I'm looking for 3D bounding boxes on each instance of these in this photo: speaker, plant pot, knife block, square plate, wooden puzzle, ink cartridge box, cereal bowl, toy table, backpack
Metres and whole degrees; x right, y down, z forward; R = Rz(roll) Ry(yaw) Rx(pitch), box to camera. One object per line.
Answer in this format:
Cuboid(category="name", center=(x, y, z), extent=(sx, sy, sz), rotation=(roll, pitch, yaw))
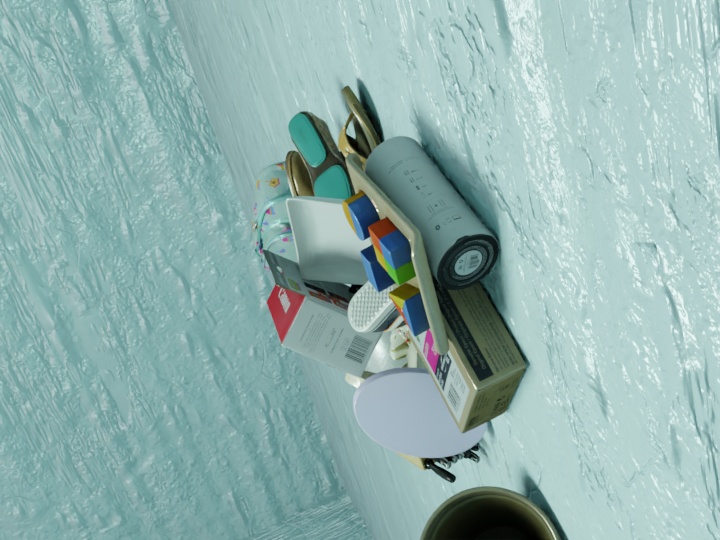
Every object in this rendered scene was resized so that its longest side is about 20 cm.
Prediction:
Cuboid(category="speaker", center=(0.078, -0.072, 1.168), extent=(0.200, 0.081, 0.082), rotation=(56, 165, 41))
Cuboid(category="plant pot", center=(0.193, 0.412, 1.411), extent=(0.201, 0.199, 0.174), rotation=(62, -174, 22))
Cuboid(category="knife block", center=(0.091, 0.273, 1.599), extent=(0.176, 0.198, 0.064), rotation=(-72, -32, -59))
Cuboid(category="square plate", center=(0.006, -0.041, 1.378), extent=(0.201, 0.196, 0.029), rotation=(84, -167, -57))
Cuboid(category="wooden puzzle", center=(0.033, -0.016, 1.179), extent=(0.200, 0.046, 0.186), rotation=(57, 169, 46))
Cuboid(category="ink cartridge box", center=(-0.076, 0.059, 1.497), extent=(0.174, 0.084, 0.200), rotation=(25, -171, -17))
Cuboid(category="ink cartridge box", center=(0.131, 0.099, 1.288), extent=(0.166, 0.075, 0.200), rotation=(61, 169, 22))
Cuboid(category="cereal bowl", center=(0.028, 0.136, 1.848), extent=(0.201, 0.083, 0.201), rotation=(61, 167, 24))
Cuboid(category="toy table", center=(0.077, 0.193, 1.484), extent=(0.199, 0.185, 0.117), rotation=(26, -170, -16))
Cuboid(category="backpack", center=(-0.100, -0.093, 1.716), extent=(0.201, 0.174, 0.154), rotation=(100, 166, -52))

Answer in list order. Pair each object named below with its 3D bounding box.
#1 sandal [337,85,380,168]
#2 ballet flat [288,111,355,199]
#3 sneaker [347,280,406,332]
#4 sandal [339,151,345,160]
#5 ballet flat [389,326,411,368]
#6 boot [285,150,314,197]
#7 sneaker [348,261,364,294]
Cuboid(category="sandal", center=(-0.003, -0.169, 1.430), extent=(0.201, 0.054, 0.081), rotation=(77, 166, -48))
Cuboid(category="ballet flat", center=(-0.040, -0.143, 1.457), extent=(0.067, 0.068, 0.202), rotation=(7, -123, -59))
Cuboid(category="sneaker", center=(0.067, 0.016, 1.355), extent=(0.200, 0.079, 0.079), rotation=(-42, 58, 40))
Cuboid(category="sandal", center=(0.000, -0.085, 1.540), extent=(0.082, 0.054, 0.201), rotation=(-73, -39, -66))
Cuboid(category="ballet flat", center=(0.085, 0.138, 1.621), extent=(0.076, 0.063, 0.201), rotation=(80, 164, -48))
Cuboid(category="boot", center=(-0.054, -0.104, 1.583), extent=(0.201, 0.075, 0.074), rotation=(65, -151, -20))
Cuboid(category="sneaker", center=(0.000, 0.000, 1.493), extent=(0.200, 0.083, 0.072), rotation=(41, -157, -10))
